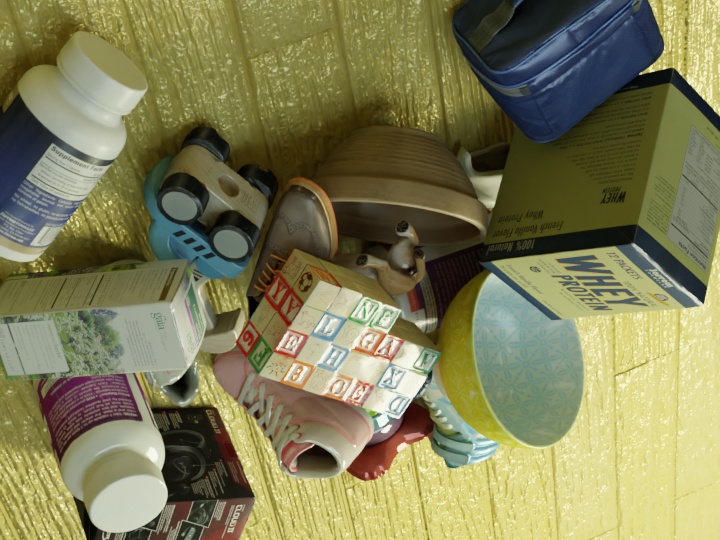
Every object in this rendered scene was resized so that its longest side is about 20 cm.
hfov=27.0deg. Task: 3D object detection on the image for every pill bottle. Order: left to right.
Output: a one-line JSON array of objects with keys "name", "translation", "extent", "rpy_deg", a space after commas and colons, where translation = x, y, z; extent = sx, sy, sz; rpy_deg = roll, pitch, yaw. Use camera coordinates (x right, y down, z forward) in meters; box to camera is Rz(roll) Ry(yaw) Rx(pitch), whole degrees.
[{"name": "pill bottle", "translation": [-0.284, -0.116, 1.369], "extent": [0.111, 0.111, 0.200], "rpy_deg": [25, 113, -41]}, {"name": "pill bottle", "translation": [-0.269, 0.172, 1.568], "extent": [0.111, 0.201, 0.113], "rpy_deg": [-15, 134, -16]}, {"name": "pill bottle", "translation": [0.113, -0.002, 1.688], "extent": [0.198, 0.112, 0.112], "rpy_deg": [-18, 135, -13]}]

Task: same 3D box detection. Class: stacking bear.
[{"name": "stacking bear", "translation": [-0.009, 0.122, 1.737], "extent": [0.121, 0.113, 0.201], "rpy_deg": [-38, 128, -23]}]

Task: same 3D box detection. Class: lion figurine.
[{"name": "lion figurine", "translation": [0.000, 0.000, 1.575], "extent": [0.123, 0.198, 0.073], "rpy_deg": [52, 55, -51]}]

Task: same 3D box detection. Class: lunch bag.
[{"name": "lunch bag", "translation": [0.201, -0.249, 1.499], "extent": [0.199, 0.136, 0.132], "rpy_deg": [-39, 137, 3]}]

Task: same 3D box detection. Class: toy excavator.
[{"name": "toy excavator", "translation": [-0.161, -0.020, 1.529], "extent": [0.194, 0.100, 0.200], "rpy_deg": [38, 131, -19]}]

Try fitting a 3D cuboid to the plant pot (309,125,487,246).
[{"name": "plant pot", "translation": [0.036, -0.091, 1.551], "extent": [0.199, 0.200, 0.094], "rpy_deg": [16, 76, -38]}]

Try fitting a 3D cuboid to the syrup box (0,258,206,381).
[{"name": "syrup box", "translation": [-0.260, 0.049, 1.484], "extent": [0.198, 0.082, 0.079], "rpy_deg": [-5, 122, 11]}]

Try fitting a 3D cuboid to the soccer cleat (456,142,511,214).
[{"name": "soccer cleat", "translation": [0.191, -0.107, 1.673], "extent": [0.198, 0.070, 0.078], "rpy_deg": [-5, 128, -21]}]

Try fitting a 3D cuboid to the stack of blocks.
[{"name": "stack of blocks", "translation": [-0.012, 0.067, 1.508], "extent": [0.199, 0.059, 0.116], "rpy_deg": [22, 108, -41]}]

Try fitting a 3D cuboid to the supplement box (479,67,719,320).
[{"name": "supplement box", "translation": [0.257, -0.074, 1.545], "extent": [0.199, 0.202, 0.134], "rpy_deg": [-8, 147, 45]}]

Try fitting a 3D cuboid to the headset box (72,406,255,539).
[{"name": "headset box", "translation": [-0.220, 0.231, 1.686], "extent": [0.198, 0.149, 0.078], "rpy_deg": [2, 128, -31]}]

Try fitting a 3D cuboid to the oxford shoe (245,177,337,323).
[{"name": "oxford shoe", "translation": [-0.073, 0.000, 1.494], "extent": [0.073, 0.071, 0.201], "rpy_deg": [-51, 159, -48]}]

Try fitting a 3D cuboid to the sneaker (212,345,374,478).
[{"name": "sneaker", "translation": [-0.087, 0.160, 1.662], "extent": [0.199, 0.105, 0.076], "rpy_deg": [29, 126, 4]}]

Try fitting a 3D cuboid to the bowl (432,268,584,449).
[{"name": "bowl", "translation": [0.141, 0.098, 1.611], "extent": [0.107, 0.202, 0.199], "rpy_deg": [-15, 151, 40]}]

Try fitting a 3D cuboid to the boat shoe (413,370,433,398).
[{"name": "boat shoe", "translation": [-0.018, 0.091, 1.627], "extent": [0.198, 0.069, 0.085], "rpy_deg": [19, 92, 6]}]

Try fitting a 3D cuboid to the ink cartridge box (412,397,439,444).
[{"name": "ink cartridge box", "translation": [0.144, 0.113, 1.813], "extent": [0.059, 0.104, 0.200], "rpy_deg": [23, 115, -41]}]

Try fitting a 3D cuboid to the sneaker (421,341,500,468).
[{"name": "sneaker", "translation": [0.092, 0.161, 1.719], "extent": [0.198, 0.080, 0.131], "rpy_deg": [20, 112, -19]}]

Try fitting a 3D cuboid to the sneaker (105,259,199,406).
[{"name": "sneaker", "translation": [-0.215, 0.069, 1.579], "extent": [0.077, 0.100, 0.201], "rpy_deg": [-32, 136, 1]}]
